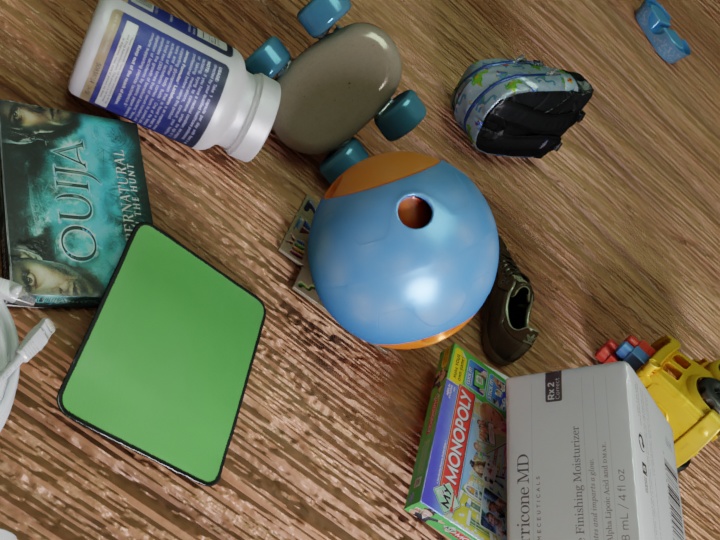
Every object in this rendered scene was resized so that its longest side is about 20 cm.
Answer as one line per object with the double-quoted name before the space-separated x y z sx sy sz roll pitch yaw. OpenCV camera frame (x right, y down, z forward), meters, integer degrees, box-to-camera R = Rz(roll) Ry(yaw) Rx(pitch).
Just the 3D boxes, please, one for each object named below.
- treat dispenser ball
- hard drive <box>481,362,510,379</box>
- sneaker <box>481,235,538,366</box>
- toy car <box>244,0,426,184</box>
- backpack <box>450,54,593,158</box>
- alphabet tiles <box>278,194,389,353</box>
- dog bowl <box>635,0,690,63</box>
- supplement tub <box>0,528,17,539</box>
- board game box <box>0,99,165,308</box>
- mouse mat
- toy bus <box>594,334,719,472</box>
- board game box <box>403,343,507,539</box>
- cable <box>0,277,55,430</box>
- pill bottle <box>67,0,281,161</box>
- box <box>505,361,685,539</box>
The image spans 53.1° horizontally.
"treat dispenser ball" 0.044 -0.021 0.748 0.199 0.201 0.203 21 49 -26
"hard drive" 0.153 0.206 0.813 0.131 0.026 0.202 28 47 -21
"sneaker" 0.196 0.023 0.943 0.070 0.075 0.203 18 51 -28
"toy car" -0.033 -0.240 0.918 0.185 0.176 0.201 49 12 -18
"backpack" 0.238 -0.253 1.131 0.198 0.164 0.155 -23 67 -39
"alphabet tiles" 0.000 0.000 0.850 0.199 0.006 0.168 36 44 -14
"dog bowl" 0.810 -0.643 1.941 0.110 0.050 0.202 -3 62 -41
"supplement tub" -0.246 0.249 0.370 0.143 0.144 0.203 8 56 -35
"board game box" -0.261 -0.060 0.663 0.134 0.028 0.203 3 59 -39
"mouse mat" -0.163 0.070 0.640 0.160 0.007 0.202 38 45 -29
"toy bus" 0.430 0.160 1.015 0.199 0.137 0.192 -18 57 -47
"board game box" 0.125 0.192 0.761 0.134 0.029 0.202 36 44 -15
"cable" -0.337 0.067 0.481 0.198 0.069 0.202 31 46 -17
"pill bottle" -0.190 -0.197 0.755 0.198 0.116 0.117 22 48 -25
"box" 0.242 0.229 0.734 0.200 0.129 0.202 42 44 -44
